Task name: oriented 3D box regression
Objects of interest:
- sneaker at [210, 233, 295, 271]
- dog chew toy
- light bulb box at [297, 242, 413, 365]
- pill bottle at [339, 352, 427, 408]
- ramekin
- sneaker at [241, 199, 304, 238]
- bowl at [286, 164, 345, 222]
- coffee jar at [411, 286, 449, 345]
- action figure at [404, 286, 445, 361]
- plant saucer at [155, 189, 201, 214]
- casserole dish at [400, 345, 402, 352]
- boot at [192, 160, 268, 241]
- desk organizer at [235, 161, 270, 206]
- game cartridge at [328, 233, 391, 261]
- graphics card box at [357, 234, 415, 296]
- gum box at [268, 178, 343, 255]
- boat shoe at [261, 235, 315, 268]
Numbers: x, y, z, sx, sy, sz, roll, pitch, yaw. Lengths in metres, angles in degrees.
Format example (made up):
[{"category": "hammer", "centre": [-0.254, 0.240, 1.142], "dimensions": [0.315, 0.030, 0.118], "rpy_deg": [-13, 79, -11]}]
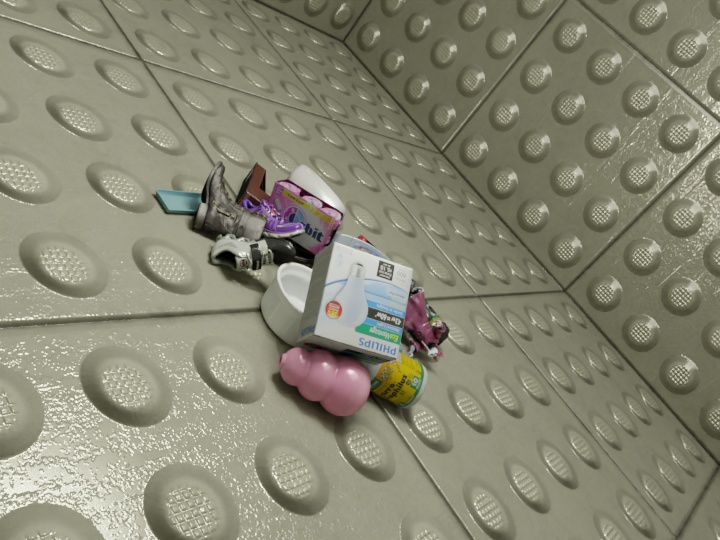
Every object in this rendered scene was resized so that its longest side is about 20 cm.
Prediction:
[{"category": "sneaker", "centre": [-0.249, -0.029, 1.587], "dimensions": [0.195, 0.075, 0.089], "rpy_deg": [2, 36, 7]}, {"category": "dog chew toy", "centre": [-0.079, 0.223, 1.438], "dimensions": [0.197, 0.126, 0.125], "rpy_deg": [24, 28, -17]}, {"category": "light bulb box", "centre": [-0.011, 0.076, 1.470], "dimensions": [0.195, 0.125, 0.204], "rpy_deg": [17, 72, -18]}, {"category": "pill bottle", "centre": [0.051, 0.232, 1.614], "dimensions": [0.198, 0.113, 0.114], "rpy_deg": [32, 26, -22]}, {"category": "ramekin", "centre": [-0.135, 0.088, 1.595], "dimensions": [0.199, 0.098, 0.202], "rpy_deg": [34, 25, -18]}, {"category": "sneaker", "centre": [-0.230, -0.132, 1.740], "dimensions": [0.197, 0.085, 0.080], "rpy_deg": [17, 14, 22]}, {"category": "bowl", "centre": [-0.153, -0.161, 1.881], "dimensions": [0.200, 0.201, 0.074], "rpy_deg": [47, 45, 12]}, {"category": "coffee jar", "centre": [0.168, 0.129, 1.987], "dimensions": [0.201, 0.085, 0.104], "rpy_deg": [51, 15, 20]}, {"category": "action figure", "centre": [0.161, 0.160, 1.884], "dimensions": [0.202, 0.132, 0.149], "rpy_deg": [60, 7, -3]}, {"category": "plant saucer", "centre": [-0.413, -0.164, 1.692], "dimensions": [0.070, 0.019, 0.199], "rpy_deg": [51, 25, 20]}, {"category": "casserole dish", "centre": [0.038, 0.169, 1.790], "dimensions": [0.198, 0.039, 0.122], "rpy_deg": [21, 32, -40]}, {"category": "boot", "centre": [-0.306, -0.150, 1.679], "dimensions": [0.171, 0.069, 0.204], "rpy_deg": [19, 69, -18]}, {"category": "desk organizer", "centre": [-0.287, -0.213, 1.896], "dimensions": [0.076, 0.072, 0.201], "rpy_deg": [35, 25, -18]}, {"category": "game cartridge", "centre": [0.000, 0.000, 1.711], "dimensions": [0.198, 0.135, 0.041], "rpy_deg": [31, -8, -13]}, {"category": "graphics card box", "centre": [0.045, 0.017, 1.796], "dimensions": [0.199, 0.051, 0.126], "rpy_deg": [39, 42, -11]}, {"category": "gum box", "centre": [-0.146, -0.136, 1.782], "dimensions": [0.198, 0.115, 0.066], "rpy_deg": [32, 24, 17]}, {"category": "boat shoe", "centre": [-0.199, -0.056, 1.772], "dimensions": [0.198, 0.065, 0.074], "rpy_deg": [23, 31, -33]}]
